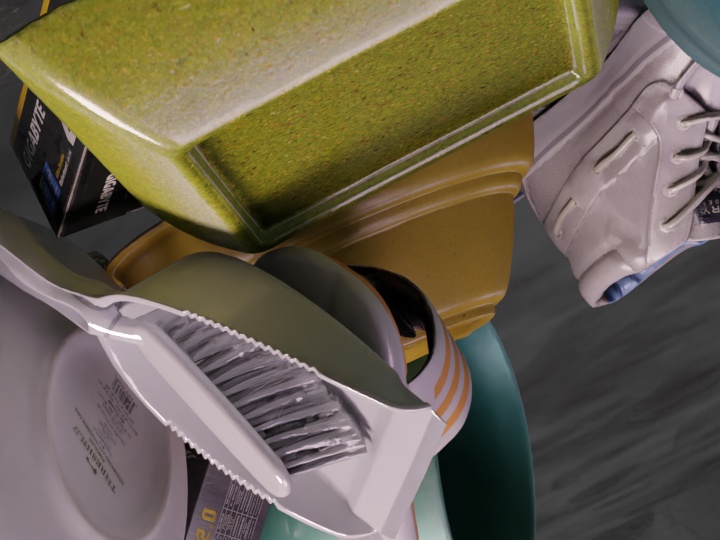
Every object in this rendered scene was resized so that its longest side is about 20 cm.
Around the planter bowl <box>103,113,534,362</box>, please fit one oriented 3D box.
[{"bbox_3d":[0.000,0.000,0.990,0.200,0.084,0.200,-24,173,-3],"label":"planter bowl"}]

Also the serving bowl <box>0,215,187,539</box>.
[{"bbox_3d":[-0.122,0.068,0.908,0.066,0.201,0.200,-14,171,25],"label":"serving bowl"}]

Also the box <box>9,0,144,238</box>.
[{"bbox_3d":[-0.032,-0.093,0.826,0.159,0.049,0.200,-23,165,-22],"label":"box"}]

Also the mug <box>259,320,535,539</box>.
[{"bbox_3d":[0.007,0.083,1.128,0.114,0.185,0.152,-10,153,20],"label":"mug"}]

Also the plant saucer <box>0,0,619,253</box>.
[{"bbox_3d":[0.004,-0.071,0.776,0.199,0.048,0.200,-28,166,2],"label":"plant saucer"}]

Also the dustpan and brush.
[{"bbox_3d":[-0.069,0.025,0.850,0.057,0.200,0.140,-42,167,-22],"label":"dustpan and brush"}]

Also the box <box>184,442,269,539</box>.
[{"bbox_3d":[-0.130,0.154,1.066,0.158,0.200,0.048,11,171,42],"label":"box"}]

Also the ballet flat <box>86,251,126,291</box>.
[{"bbox_3d":[-0.077,0.019,1.119,0.075,0.068,0.200,-52,156,15],"label":"ballet flat"}]

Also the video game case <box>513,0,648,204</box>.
[{"bbox_3d":[0.076,-0.079,1.109,0.182,0.022,0.200,-36,163,33],"label":"video game case"}]

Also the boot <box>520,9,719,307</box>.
[{"bbox_3d":[0.149,-0.060,1.061,0.073,0.096,0.200,-16,162,-37],"label":"boot"}]

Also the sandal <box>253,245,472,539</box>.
[{"bbox_3d":[0.006,0.045,0.907,0.059,0.079,0.207,-40,152,-20],"label":"sandal"}]

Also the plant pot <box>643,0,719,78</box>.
[{"bbox_3d":[0.169,-0.137,0.770,0.200,0.200,0.188,-23,178,-10],"label":"plant pot"}]
